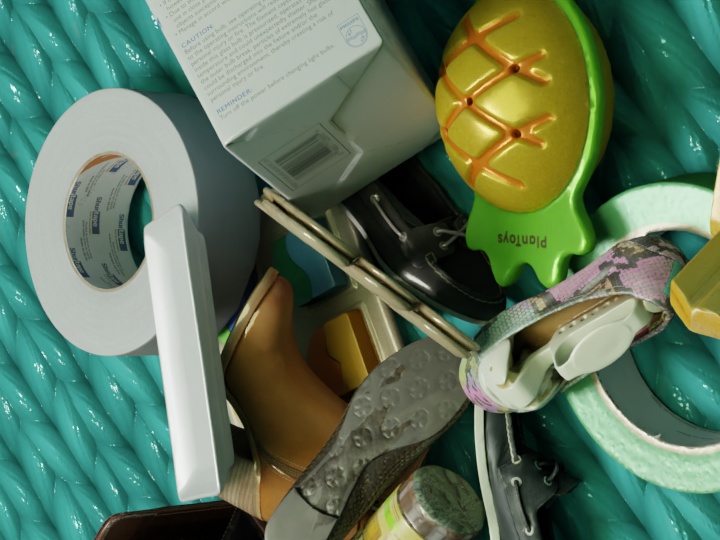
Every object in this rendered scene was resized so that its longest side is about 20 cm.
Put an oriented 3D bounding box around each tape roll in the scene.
[{"bbox_3d":[-0.166,-0.036,1.738,0.200,0.066,0.201,-1,88,43],"label":"tape roll"},{"bbox_3d":[0.215,0.040,1.475,0.200,0.048,0.201,10,107,38],"label":"tape roll"}]

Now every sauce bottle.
[{"bbox_3d":[0.007,0.219,1.617,0.065,0.065,0.200,51,122,19],"label":"sauce bottle"}]

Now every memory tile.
[{"bbox_3d":[0.000,0.000,1.543,0.153,0.200,0.017,37,90,-12],"label":"memory tile"}]

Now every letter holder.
[{"bbox_3d":[-0.152,0.283,1.755,0.101,0.142,0.200,51,127,38],"label":"letter holder"}]

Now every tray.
[{"bbox_3d":[-0.117,0.059,1.612,0.107,0.022,0.201,156,107,-70],"label":"tray"}]

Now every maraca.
[{"bbox_3d":[0.107,-0.089,1.494,0.137,0.107,0.201,4,97,52],"label":"maraca"}]

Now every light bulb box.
[{"bbox_3d":[-0.053,-0.169,1.525,0.125,0.198,0.200,-32,70,7],"label":"light bulb box"}]

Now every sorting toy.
[{"bbox_3d":[-0.052,0.046,1.704,0.185,0.036,0.201,-29,81,39],"label":"sorting toy"}]

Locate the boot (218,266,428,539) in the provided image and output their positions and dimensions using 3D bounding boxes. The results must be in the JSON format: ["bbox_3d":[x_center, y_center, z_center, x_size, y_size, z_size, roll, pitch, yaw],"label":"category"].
[{"bbox_3d":[-0.024,0.101,1.634,0.154,0.074,0.201,19,124,13],"label":"boot"}]

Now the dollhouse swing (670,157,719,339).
[{"bbox_3d":[0.287,-0.054,1.296,0.199,0.176,0.182,17,110,28],"label":"dollhouse swing"}]

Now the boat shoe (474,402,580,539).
[{"bbox_3d":[0.118,0.159,1.571,0.066,0.074,0.200,-7,84,13],"label":"boat shoe"}]

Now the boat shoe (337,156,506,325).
[{"bbox_3d":[0.033,-0.042,1.596,0.200,0.067,0.057,45,129,27],"label":"boat shoe"}]

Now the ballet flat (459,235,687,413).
[{"bbox_3d":[0.127,0.048,1.466,0.069,0.071,0.200,41,129,-16],"label":"ballet flat"}]

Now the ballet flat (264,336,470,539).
[{"bbox_3d":[0.009,0.126,1.591,0.067,0.046,0.200,38,87,18],"label":"ballet flat"}]
